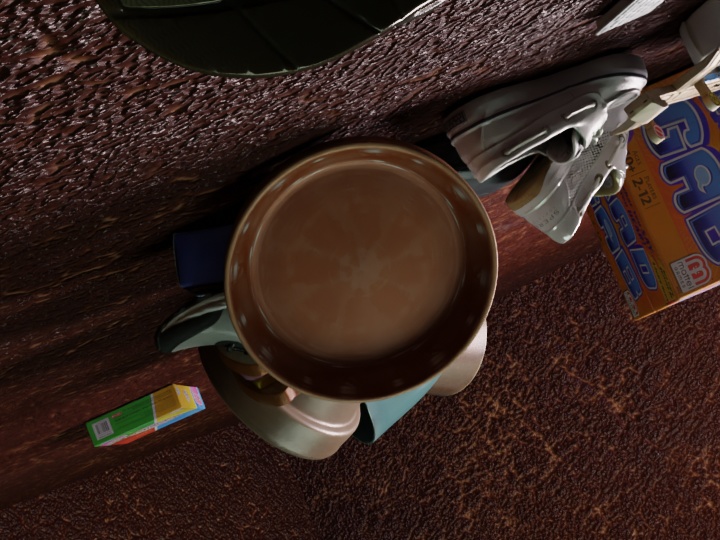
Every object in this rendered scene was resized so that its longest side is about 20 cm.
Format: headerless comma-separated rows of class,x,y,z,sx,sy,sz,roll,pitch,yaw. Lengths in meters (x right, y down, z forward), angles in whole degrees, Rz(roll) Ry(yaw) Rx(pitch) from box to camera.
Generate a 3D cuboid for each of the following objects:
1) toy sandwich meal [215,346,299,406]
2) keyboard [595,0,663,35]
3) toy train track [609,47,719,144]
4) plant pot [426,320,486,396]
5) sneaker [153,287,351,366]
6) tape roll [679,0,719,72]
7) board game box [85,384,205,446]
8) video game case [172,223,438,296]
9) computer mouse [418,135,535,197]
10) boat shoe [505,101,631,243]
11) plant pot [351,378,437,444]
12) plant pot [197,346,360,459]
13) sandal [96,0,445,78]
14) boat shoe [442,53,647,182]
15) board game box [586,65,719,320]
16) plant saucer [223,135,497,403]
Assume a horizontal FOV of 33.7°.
toy sandwich meal,-0.030,0.051,1.076,0.203,0.071,0.206,-8,-155,4
keyboard,0.220,-0.204,0.749,0.056,0.011,0.200,-20,172,-26
toy train track,0.278,-0.139,0.971,0.199,0.033,0.115,-21,165,-47
plant pot,0.042,0.085,1.669,0.198,0.189,0.186,2,157,-39
sneaker,-0.059,0.046,0.918,0.198,0.080,0.074,-7,174,-10
tape roll,0.352,-0.220,0.946,0.201,0.037,0.203,-24,173,-3
board game box,-0.343,0.234,1.923,0.152,0.041,0.200,-24,172,1
video game case,-0.038,-0.013,0.973,0.198,0.046,0.181,-9,173,1
computer mouse,0.071,-0.077,1.001,0.198,0.053,0.139,-23,172,-8
boat shoe,0.195,-0.092,1.018,0.200,0.069,0.071,-48,-173,-36
plant pot,0.019,0.084,1.467,0.160,0.201,0.201,-34,176,-19
plant pot,-0.041,0.064,1.230,0.175,0.201,0.200,-45,166,18
sandal,-0.006,-0.125,0.428,0.199,0.082,0.054,-28,-163,-24
boat shoe,0.157,-0.118,0.934,0.199,0.066,0.072,-19,171,-35
board game box,0.349,-0.088,1.218,0.198,0.202,0.200,-23,172,-2
plant saucer,0.000,0.000,0.861,0.199,0.202,0.032,-24,-156,2
